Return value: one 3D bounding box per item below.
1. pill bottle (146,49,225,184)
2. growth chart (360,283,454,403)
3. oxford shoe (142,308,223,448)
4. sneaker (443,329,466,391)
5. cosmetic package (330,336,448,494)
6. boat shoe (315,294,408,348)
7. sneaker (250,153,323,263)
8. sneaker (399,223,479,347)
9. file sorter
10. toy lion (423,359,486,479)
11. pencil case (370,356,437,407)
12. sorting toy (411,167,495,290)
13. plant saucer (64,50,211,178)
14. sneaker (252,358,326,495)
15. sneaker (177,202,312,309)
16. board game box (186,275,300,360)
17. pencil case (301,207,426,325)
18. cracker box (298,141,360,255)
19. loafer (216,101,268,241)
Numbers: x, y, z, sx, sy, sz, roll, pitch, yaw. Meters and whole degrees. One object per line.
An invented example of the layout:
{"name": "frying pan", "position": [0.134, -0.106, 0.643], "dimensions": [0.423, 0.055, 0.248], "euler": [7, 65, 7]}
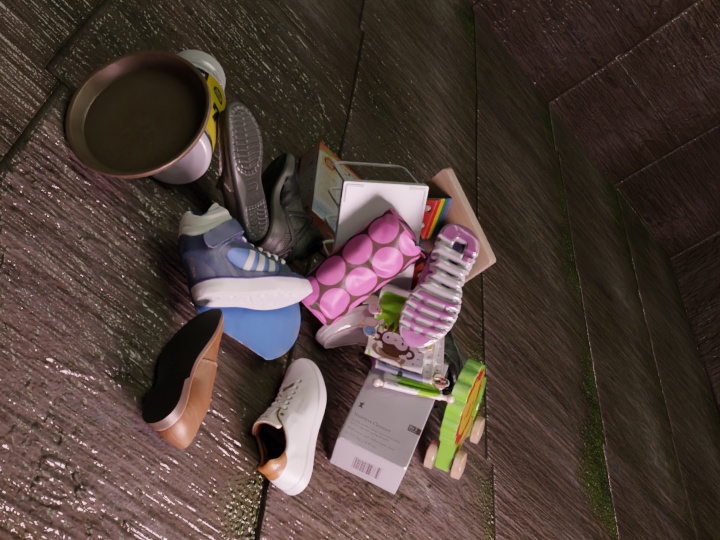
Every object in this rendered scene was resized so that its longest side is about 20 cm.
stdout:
{"name": "pill bottle", "position": [-0.260, -0.232, 1.239], "dimensions": [0.114, 0.113, 0.202], "euler": [39, 34, -30]}
{"name": "growth chart", "position": [0.070, 0.104, 1.274], "dimensions": [0.142, 0.018, 0.203], "euler": [9, 51, -9]}
{"name": "oxford shoe", "position": [-0.208, 0.131, 1.041], "dimensions": [0.072, 0.070, 0.202], "euler": [60, 30, -34]}
{"name": "sneaker", "position": [0.128, 0.134, 1.539], "dimensions": [0.202, 0.075, 0.114], "euler": [63, 22, -3]}
{"name": "cosmetic package", "position": [0.045, 0.210, 1.244], "dimensions": [0.111, 0.082, 0.202], "euler": [23, 49, 5]}
{"name": "boat shoe", "position": [0.028, 0.093, 1.328], "dimensions": [0.071, 0.196, 0.070], "euler": [99, -28, -63]}
{"name": "sneaker", "position": [-0.115, -0.092, 1.361], "dimensions": [0.114, 0.076, 0.202], "euler": [37, 39, -37]}
{"name": "sneaker", "position": [0.116, 0.030, 1.287], "dimensions": [0.079, 0.089, 0.203], "euler": [27, 72, -3]}
{"name": "file sorter", "position": [0.012, -0.066, 1.369], "dimensions": [0.136, 0.204, 0.125], "euler": [1, 25, -17]}
{"name": "toy lion", "position": [0.172, 0.232, 1.406], "dimensions": [0.068, 0.195, 0.200], "euler": [19, 23, 17]}
{"name": "pencil case", "position": [0.064, 0.140, 1.401], "dimensions": [0.090, 0.093, 0.203], "euler": [14, 51, -58]}
{"name": "sorting toy", "position": [0.134, -0.058, 1.617], "dimensions": [0.069, 0.198, 0.203], "euler": [-13, 73, -43]}
{"name": "plant saucer", "position": [-0.293, -0.205, 1.117], "dimensions": [0.030, 0.196, 0.203], "euler": [80, -5, -63]}
{"name": "sneaker", "position": [-0.098, 0.191, 1.133], "dimensions": [0.084, 0.072, 0.202], "euler": [40, 35, -34]}
{"name": "sneaker", "position": [-0.160, -0.028, 1.161], "dimensions": [0.198, 0.080, 0.149], "euler": [2, 65, -43]}
{"name": "board game box", "position": [-0.174, 0.043, 1.196], "dimensions": [0.199, 0.039, 0.160], "euler": [36, 40, -26]}
{"name": "pencil case", "position": [0.000, 0.000, 1.274], "dimensions": [0.094, 0.199, 0.091], "euler": [52, 4, -29]}
{"name": "cracker box", "position": [-0.053, -0.119, 1.512], "dimensions": [0.134, 0.057, 0.202], "euler": [41, 32, -30]}
{"name": "loafer", "position": [-0.186, -0.143, 1.233], "dimensions": [0.075, 0.069, 0.204], "euler": [-17, 105, -57]}
